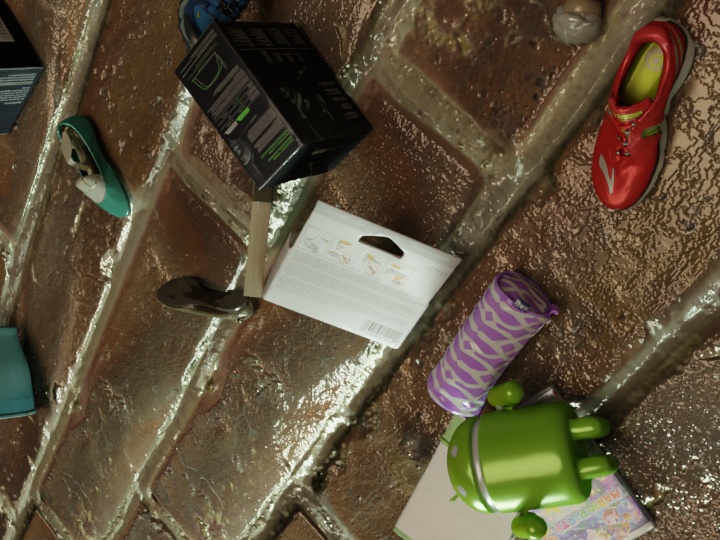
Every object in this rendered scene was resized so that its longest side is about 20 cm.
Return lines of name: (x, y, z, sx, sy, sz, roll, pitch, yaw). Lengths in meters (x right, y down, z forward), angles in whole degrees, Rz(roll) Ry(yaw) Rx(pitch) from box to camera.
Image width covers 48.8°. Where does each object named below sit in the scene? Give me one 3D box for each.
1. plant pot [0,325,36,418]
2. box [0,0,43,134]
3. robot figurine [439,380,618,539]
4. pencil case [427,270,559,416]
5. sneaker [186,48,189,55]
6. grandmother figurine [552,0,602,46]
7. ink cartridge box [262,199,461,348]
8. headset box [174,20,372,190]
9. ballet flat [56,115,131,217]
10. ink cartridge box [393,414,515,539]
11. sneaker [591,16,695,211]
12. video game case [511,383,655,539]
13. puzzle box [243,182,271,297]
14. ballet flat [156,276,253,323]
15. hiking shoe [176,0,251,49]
plant pot: (-0.788, 0.212, 1.660, 0.200, 0.200, 0.189, -7, 84, 38)
box: (-0.711, -0.382, 1.461, 0.200, 0.117, 0.197, -40, 79, 37)
robot figurine: (0.190, 0.218, 0.921, 0.200, 0.116, 0.176, -15, 74, 24)
pencil case: (0.159, 0.093, 0.974, 0.085, 0.084, 0.200, 30, 124, 0)
sneaker: (-0.172, -0.248, 1.138, 0.200, 0.075, 0.079, 47, 148, 15)
grandmother figurine: (0.248, -0.323, 0.798, 0.121, 0.060, 0.200, 54, 137, 47)
ink cartridge box: (0.000, 0.000, 1.011, 0.200, 0.045, 0.176, 22, 126, -16)
headset box: (-0.101, -0.209, 1.007, 0.093, 0.174, 0.200, -40, 84, 33)
ballet flat: (-0.469, -0.174, 1.370, 0.067, 0.070, 0.200, -30, 85, 38)
ink cartridge box: (0.148, 0.308, 1.065, 0.145, 0.048, 0.200, 32, 105, 25)
sneaker: (0.272, -0.155, 0.808, 0.077, 0.085, 0.201, 22, 116, 31)
video game case: (0.240, 0.261, 0.977, 0.143, 0.018, 0.200, -40, 78, 22)
puzzle box: (-0.140, -0.064, 1.095, 0.025, 0.200, 0.133, 6, 112, -8)
ballet flat: (-0.251, 0.051, 1.287, 0.200, 0.067, 0.046, 7, 140, 32)
hiking shoe: (-0.178, -0.361, 1.035, 0.087, 0.074, 0.200, -16, 52, 37)
